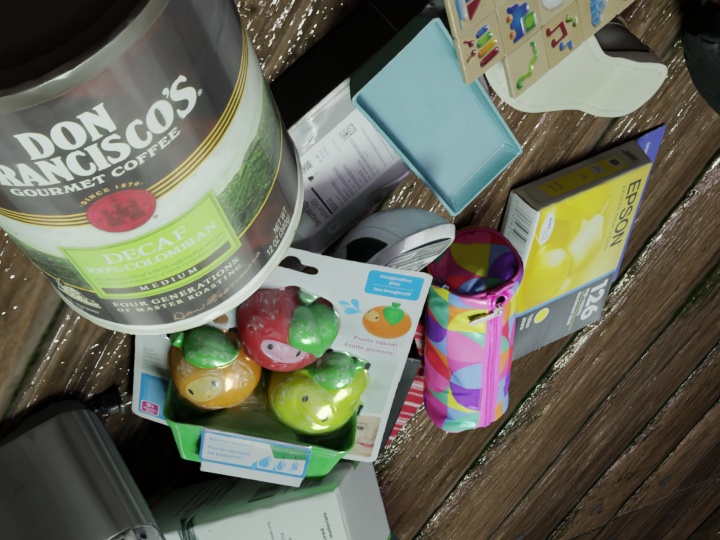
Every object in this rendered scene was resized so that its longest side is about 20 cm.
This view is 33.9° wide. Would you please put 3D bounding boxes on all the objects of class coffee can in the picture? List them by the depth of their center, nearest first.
[{"bbox_3d":[-0.115,-0.079,0.521,0.146,0.147,0.201,-36,153,-8],"label":"coffee can"}]

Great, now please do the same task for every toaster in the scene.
[{"bbox_3d":[-0.212,0.185,0.797,0.199,0.130,0.114,-32,152,-15],"label":"toaster"}]

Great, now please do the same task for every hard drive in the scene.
[{"bbox_3d":[-0.010,-0.086,0.760,0.199,0.038,0.140,-40,152,0],"label":"hard drive"}]

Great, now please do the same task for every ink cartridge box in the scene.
[{"bbox_3d":[-0.088,0.208,0.905,0.197,0.084,0.147,-15,-177,11],"label":"ink cartridge box"},{"bbox_3d":[0.204,-0.019,1.099,0.198,0.047,0.200,-21,139,-28],"label":"ink cartridge box"}]

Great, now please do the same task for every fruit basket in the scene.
[{"bbox_3d":[-0.061,0.059,0.782,0.182,0.095,0.201,11,141,-5],"label":"fruit basket"}]

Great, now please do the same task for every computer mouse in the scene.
[{"bbox_3d":[0.000,0.000,0.847,0.109,0.044,0.200,-16,163,-35],"label":"computer mouse"}]

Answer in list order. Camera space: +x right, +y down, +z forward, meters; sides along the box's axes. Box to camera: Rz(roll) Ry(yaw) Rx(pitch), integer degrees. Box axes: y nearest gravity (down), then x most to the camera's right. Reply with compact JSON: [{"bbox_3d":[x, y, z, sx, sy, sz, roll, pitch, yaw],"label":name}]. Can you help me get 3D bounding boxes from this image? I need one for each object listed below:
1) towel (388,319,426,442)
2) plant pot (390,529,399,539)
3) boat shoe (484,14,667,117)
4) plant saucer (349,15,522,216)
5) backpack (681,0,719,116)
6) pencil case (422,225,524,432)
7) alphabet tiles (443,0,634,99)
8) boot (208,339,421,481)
[{"bbox_3d":[0.009,0.123,1.103,0.201,0.023,0.144,-51,149,14],"label":"towel"},{"bbox_3d":[-0.021,0.355,1.233,0.194,0.196,0.202,-24,139,-27],"label":"plant pot"},{"bbox_3d":[0.140,-0.153,0.827,0.200,0.061,0.072,1,140,-47],"label":"boat shoe"},{"bbox_3d":[0.051,-0.096,0.764,0.070,0.019,0.200,-44,153,4],"label":"plant saucer"},{"bbox_3d":[0.348,-0.218,0.926,0.200,0.127,0.167,-44,164,5],"label":"backpack"},{"bbox_3d":[0.095,0.056,1.022,0.088,0.088,0.202,-28,143,-21],"label":"pencil case"},{"bbox_3d":[0.122,-0.207,0.712,0.199,0.006,0.168,-40,135,-20],"label":"alphabet tiles"},{"bbox_3d":[-0.049,0.135,0.994,0.163,0.066,0.202,0,129,-27],"label":"boot"}]
